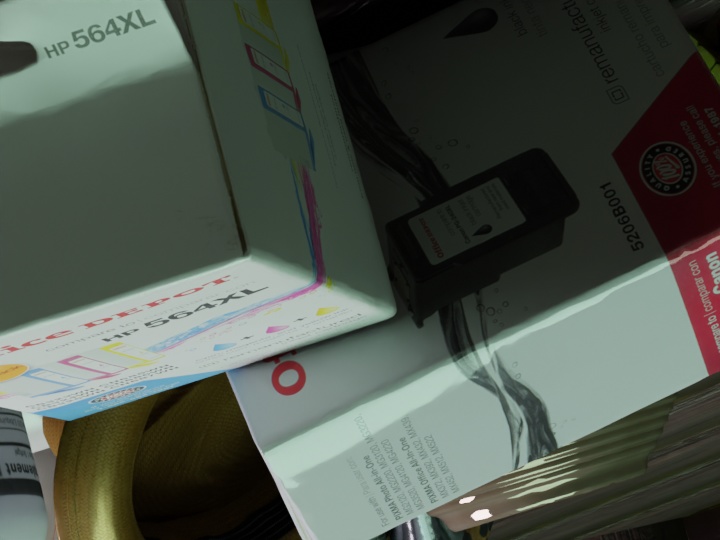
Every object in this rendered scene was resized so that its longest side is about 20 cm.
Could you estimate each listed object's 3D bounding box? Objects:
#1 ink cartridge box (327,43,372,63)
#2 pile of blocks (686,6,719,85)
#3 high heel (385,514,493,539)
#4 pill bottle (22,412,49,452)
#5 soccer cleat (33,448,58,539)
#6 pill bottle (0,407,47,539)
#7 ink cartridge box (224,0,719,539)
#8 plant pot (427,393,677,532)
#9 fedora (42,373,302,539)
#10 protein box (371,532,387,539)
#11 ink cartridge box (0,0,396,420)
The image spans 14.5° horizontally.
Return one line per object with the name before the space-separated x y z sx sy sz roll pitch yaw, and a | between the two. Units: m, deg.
ink cartridge box | -0.024 -0.054 1.109 0.200 0.039 0.099 -15 169 -8
pile of blocks | 0.113 -0.057 1.114 0.200 0.082 0.062 -35 150 32
high heel | 0.064 0.087 1.562 0.071 0.143 0.200 9 -141 25
pill bottle | -0.231 0.059 1.175 0.200 0.113 0.113 -16 170 -7
soccer cleat | -0.122 0.137 1.226 0.078 0.200 0.069 -9 153 -29
pill bottle | -0.182 0.066 1.047 0.116 0.200 0.116 -15 170 -3
ink cartridge box | 0.039 -0.011 1.007 0.200 0.145 0.083 -26 144 1
plant pot | 0.079 0.070 1.376 0.201 0.093 0.201 -17 176 -1
fedora | -0.064 0.050 1.160 0.082 0.201 0.201 24 -161 40
protein box | -0.027 0.162 1.602 0.135 0.200 0.199 -2 -171 24
ink cartridge box | -0.086 -0.035 0.873 0.129 0.125 0.200 -18 170 12
